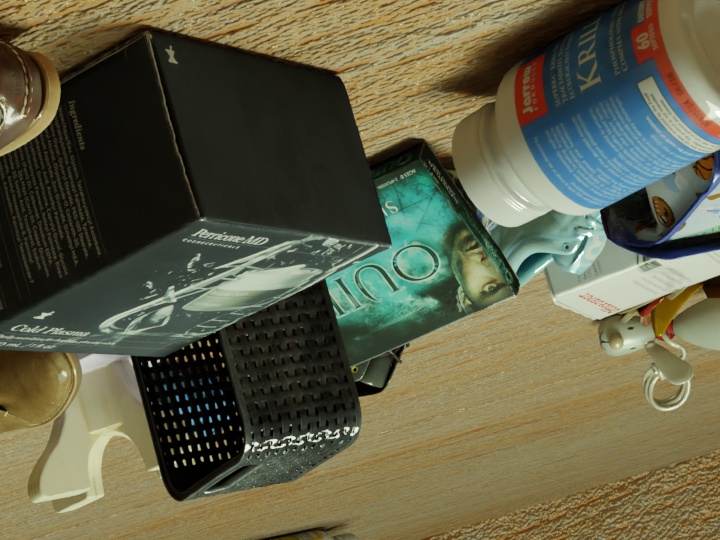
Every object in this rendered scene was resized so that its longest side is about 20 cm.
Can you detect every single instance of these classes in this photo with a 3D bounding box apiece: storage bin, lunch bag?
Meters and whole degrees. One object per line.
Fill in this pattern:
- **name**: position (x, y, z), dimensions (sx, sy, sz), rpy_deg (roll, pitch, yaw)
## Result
- **storage bin**: position (-0.089, 0.043, 1.471), dimensions (0.093, 0.201, 0.135), rpy_deg (-6, 162, -32)
- **lunch bag**: position (0.279, -0.081, 1.558), dimensions (0.169, 0.124, 0.200), rpy_deg (-11, 161, -18)

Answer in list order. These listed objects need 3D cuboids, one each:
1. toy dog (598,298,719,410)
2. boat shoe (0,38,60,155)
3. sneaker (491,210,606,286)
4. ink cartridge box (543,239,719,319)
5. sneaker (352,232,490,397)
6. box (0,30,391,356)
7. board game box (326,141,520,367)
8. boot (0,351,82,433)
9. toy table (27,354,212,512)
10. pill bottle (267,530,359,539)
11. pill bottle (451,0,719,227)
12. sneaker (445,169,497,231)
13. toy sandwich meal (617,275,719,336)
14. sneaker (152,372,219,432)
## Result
- **toy dog**: position (0.349, 0.066, 2.236), dimensions (0.199, 0.132, 0.096), rpy_deg (-32, -176, 19)
- **boat shoe**: position (-0.254, -0.065, 1.158), dimensions (0.200, 0.071, 0.070), rpy_deg (-34, 166, 27)
- **sneaker**: position (0.181, -0.043, 1.688), dimensions (0.074, 0.082, 0.200), rpy_deg (-2, 160, -46)
- **ink cartridge box**: position (0.257, -0.036, 1.791), dimensions (0.199, 0.085, 0.146), rpy_deg (-21, 165, 17)
- **sneaker**: position (0.034, 0.033, 1.735), dimensions (0.075, 0.107, 0.200), rpy_deg (14, 149, -41)
- **box**: position (-0.124, -0.038, 1.295), dimensions (0.196, 0.125, 0.200), rpy_deg (-27, 162, 30)
- **board game box**: position (0.000, 0.000, 1.583), dimensions (0.199, 0.135, 0.028), rpy_deg (-24, -154, 28)
- **boot**: position (-0.297, 0.105, 1.703), dimensions (0.200, 0.074, 0.075), rpy_deg (-27, 180, 41)
- **toy table**: position (-0.210, 0.122, 1.788), dimensions (0.183, 0.118, 0.200), rpy_deg (-11, 167, -34)
- **pill bottle**: position (-0.094, 0.442, 3.126), dimensions (0.199, 0.113, 0.112), rpy_deg (-8, 163, -30)
- **pill bottle**: position (0.157, -0.102, 1.382), dimensions (0.200, 0.113, 0.112), rpy_deg (-29, 161, 37)
- **sneaker**: position (0.030, -0.015, 1.650), dimensions (0.199, 0.077, 0.085), rpy_deg (-24, 171, 33)
- **toy sandwich meal**: position (0.326, 0.001, 1.942), dimensions (0.205, 0.070, 0.205), rpy_deg (-32, 180, 0)
- **sneaker**: position (-0.153, 0.114, 1.961), dimensions (0.078, 0.066, 0.200), rpy_deg (-28, 166, -2)
